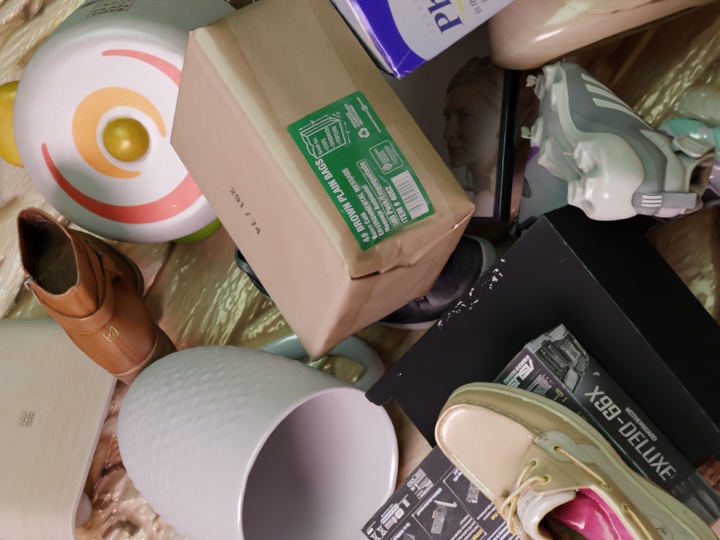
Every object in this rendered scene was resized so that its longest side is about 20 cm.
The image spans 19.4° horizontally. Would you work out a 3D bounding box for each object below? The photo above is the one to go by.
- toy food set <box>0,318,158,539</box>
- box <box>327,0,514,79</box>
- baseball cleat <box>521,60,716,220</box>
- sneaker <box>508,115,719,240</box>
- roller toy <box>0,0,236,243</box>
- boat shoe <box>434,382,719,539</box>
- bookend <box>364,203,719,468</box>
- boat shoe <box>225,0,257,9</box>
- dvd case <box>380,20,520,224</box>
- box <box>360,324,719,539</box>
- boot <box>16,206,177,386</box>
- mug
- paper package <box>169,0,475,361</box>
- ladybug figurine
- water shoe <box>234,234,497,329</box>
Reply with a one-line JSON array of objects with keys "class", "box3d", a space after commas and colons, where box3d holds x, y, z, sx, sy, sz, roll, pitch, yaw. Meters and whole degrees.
[{"class": "toy food set", "box3d": [-0.244, 0.127, 1.646, 0.143, 0.060, 0.200, 1, 63, 31]}, {"class": "box", "box3d": [0.050, -0.240, 1.426, 0.200, 0.105, 0.184, -34, 24, -7]}, {"class": "baseball cleat", "box3d": [0.172, -0.079, 1.384, 0.200, 0.106, 0.070, -102, 20, -60]}, {"class": "sneaker", "box3d": [0.189, -0.033, 1.441, 0.200, 0.078, 0.140, 12, 79, 43]}, {"class": "roller toy", "box3d": [-0.164, -0.120, 1.592, 0.200, 0.140, 0.182, 35, 114, -6]}, {"class": "boat shoe", "box3d": [0.121, 0.136, 1.257, 0.200, 0.069, 0.074, 32, 120, 22]}, {"class": "bookend", "box3d": [0.142, 0.089, 1.393, 0.200, 0.092, 0.199, 51, 124, 13]}, {"class": "boat shoe", "box3d": [-0.164, -0.165, 1.696, 0.200, 0.072, 0.072, -39, 56, 12]}, {"class": "dvd case", "box3d": [0.051, -0.133, 1.532, 0.143, 0.018, 0.200, 0, 82, 34]}, {"class": "box", "box3d": [0.113, 0.158, 1.344, 0.158, 0.050, 0.200, 47, 124, 13]}, {"class": "boot", "box3d": [-0.217, -0.003, 1.567, 0.074, 0.155, 0.200, -45, 51, -5]}, {"class": "mug", "box3d": [-0.068, 0.112, 1.502, 0.175, 0.148, 0.200, 20, 52, 44]}, {"class": "paper package", "box3d": [-0.033, -0.066, 1.413, 0.103, 0.191, 0.200, -30, 78, -17]}, {"class": "ladybug figurine", "box3d": [0.174, -0.198, 1.456, 0.200, 0.136, 0.072, -20, 90, -18]}, {"class": "water shoe", "box3d": [0.000, 0.000, 1.531, 0.200, 0.079, 0.072, -3, 70, 30]}]
